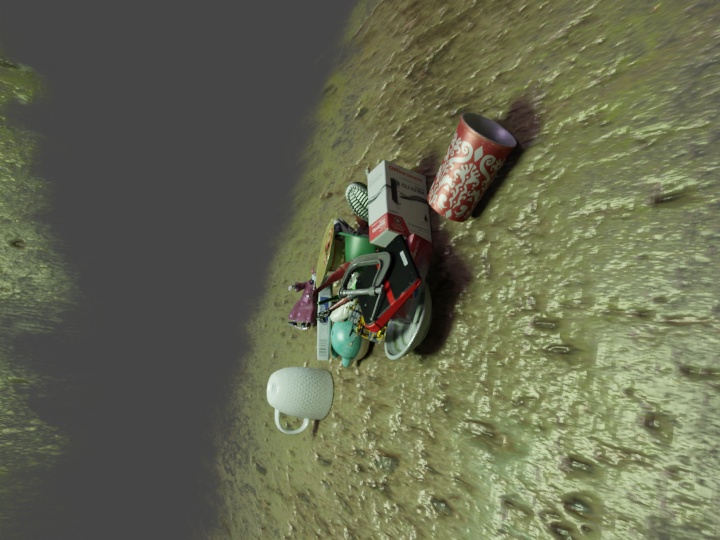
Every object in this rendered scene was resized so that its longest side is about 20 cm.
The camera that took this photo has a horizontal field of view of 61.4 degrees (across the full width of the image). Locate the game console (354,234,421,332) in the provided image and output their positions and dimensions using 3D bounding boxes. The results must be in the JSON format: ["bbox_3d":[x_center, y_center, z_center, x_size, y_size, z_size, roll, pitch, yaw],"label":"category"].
[{"bbox_3d":[0.060,0.029,1.399,0.177,0.031,0.202,-46,30,18],"label":"game console"}]

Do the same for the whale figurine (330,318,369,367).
[{"bbox_3d":[-0.049,0.192,1.716,0.199,0.101,0.164,-31,53,58],"label":"whale figurine"}]

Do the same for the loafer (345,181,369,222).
[{"bbox_3d":[0.040,-0.166,1.613,0.075,0.199,0.070,-39,22,28],"label":"loafer"}]

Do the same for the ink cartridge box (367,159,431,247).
[{"bbox_3d":[0.097,-0.158,1.534,0.083,0.141,0.205,-35,49,47],"label":"ink cartridge box"}]

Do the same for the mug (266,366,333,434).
[{"bbox_3d":[-0.193,0.392,1.831,0.147,0.171,0.206,5,83,62],"label":"mug"}]

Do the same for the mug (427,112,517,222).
[{"bbox_3d":[0.247,-0.224,1.338,0.133,0.176,0.203,39,124,20],"label":"mug"}]

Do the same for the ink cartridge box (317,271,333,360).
[{"bbox_3d":[-0.104,0.128,1.789,0.201,0.039,0.205,-91,3,-70],"label":"ink cartridge box"}]

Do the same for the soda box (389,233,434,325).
[{"bbox_3d":[0.110,0.022,1.422,0.070,0.062,0.205,-30,39,65],"label":"soda box"}]

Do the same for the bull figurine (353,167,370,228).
[{"bbox_3d":[0.035,-0.223,1.772,0.203,0.064,0.122,-61,27,25],"label":"bull figurine"}]

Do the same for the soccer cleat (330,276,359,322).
[{"bbox_3d":[-0.010,0.061,1.637,0.198,0.078,0.070,-36,33,6],"label":"soccer cleat"}]

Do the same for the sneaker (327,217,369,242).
[{"bbox_3d":[-0.034,-0.095,1.768,0.081,0.128,0.198,-61,25,-1],"label":"sneaker"}]

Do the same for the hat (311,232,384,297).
[{"bbox_3d":[0.000,0.000,1.601,0.165,0.195,0.181,6,-85,-76],"label":"hat"}]

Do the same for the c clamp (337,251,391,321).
[{"bbox_3d":[0.005,0.029,1.427,0.198,0.027,0.174,2,62,57],"label":"c clamp"}]

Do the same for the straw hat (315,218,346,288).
[{"bbox_3d":[-0.063,-0.039,1.705,0.201,0.083,0.207,-168,90,-78],"label":"straw hat"}]

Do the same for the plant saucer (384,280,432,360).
[{"bbox_3d":[0.124,0.123,1.441,0.202,0.049,0.202,-57,18,30],"label":"plant saucer"}]

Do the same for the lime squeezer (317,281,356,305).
[{"bbox_3d":[-0.022,0.047,1.577,0.071,0.196,0.038,83,162,-65],"label":"lime squeezer"}]

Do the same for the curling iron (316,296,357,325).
[{"bbox_3d":[-0.032,0.077,1.528,0.198,0.026,0.050,-34,29,16],"label":"curling iron"}]

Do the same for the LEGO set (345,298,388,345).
[{"bbox_3d":[0.022,0.092,1.530,0.201,0.113,0.157,-66,-3,-67],"label":"LEGO set"}]

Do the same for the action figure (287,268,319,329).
[{"bbox_3d":[-0.165,0.095,2.025,0.149,0.131,0.205,58,-131,-68],"label":"action figure"}]

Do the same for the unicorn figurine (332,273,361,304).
[{"bbox_3d":[-0.017,0.032,1.721,0.137,0.074,0.200,-43,-5,-30],"label":"unicorn figurine"}]
